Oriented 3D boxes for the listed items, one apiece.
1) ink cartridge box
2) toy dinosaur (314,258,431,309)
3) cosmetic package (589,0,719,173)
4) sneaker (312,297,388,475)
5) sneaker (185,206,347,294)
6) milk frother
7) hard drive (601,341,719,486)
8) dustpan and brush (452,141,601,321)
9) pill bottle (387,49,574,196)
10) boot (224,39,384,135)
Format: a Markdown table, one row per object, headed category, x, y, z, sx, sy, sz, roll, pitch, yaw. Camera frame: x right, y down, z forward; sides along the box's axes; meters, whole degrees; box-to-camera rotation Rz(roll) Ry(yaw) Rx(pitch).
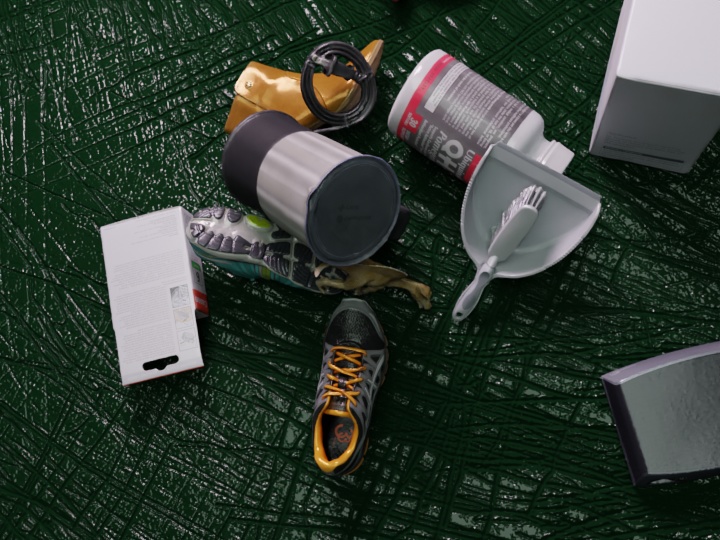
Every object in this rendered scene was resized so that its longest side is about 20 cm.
| category | x | y | z | sx | sy | sz | roll | pitch | yaw |
| --- | --- | --- | --- | --- | --- | --- | --- | --- | --- |
| ink cartridge box | -0.248 | 0.032 | 0.889 | 0.108 | 0.050 | 0.202 | -14 | 77 | 6 |
| toy dinosaur | 0.000 | 0.000 | 0.804 | 0.101 | 0.199 | 0.059 | 0 | 78 | 44 |
| cosmetic package | 0.336 | -0.241 | 0.774 | 0.122 | 0.200 | 0.201 | 14 | 80 | 12 |
| sneaker | -0.014 | 0.131 | 0.802 | 0.077 | 0.077 | 0.202 | 3 | 87 | 11 |
| sneaker | -0.110 | -0.020 | 0.866 | 0.198 | 0.080 | 0.078 | 19 | 63 | -6 |
| milk frother | -0.027 | -0.135 | 0.782 | 0.188 | 0.179 | 0.202 | 33 | 121 | 45 |
| hard drive | 0.372 | 0.146 | 0.763 | 0.198 | 0.042 | 0.136 | -14 | 76 | 6 |
| dustpan and brush | 0.155 | -0.024 | 0.801 | 0.139 | 0.201 | 0.057 | 27 | 39 | -2 |
| pill bottle | 0.139 | -0.155 | 0.830 | 0.199 | 0.111 | 0.111 | 35 | 85 | 8 |
| boot | -0.074 | -0.230 | 0.902 | 0.143 | 0.071 | 0.202 | 32 | 92 | 6 |
